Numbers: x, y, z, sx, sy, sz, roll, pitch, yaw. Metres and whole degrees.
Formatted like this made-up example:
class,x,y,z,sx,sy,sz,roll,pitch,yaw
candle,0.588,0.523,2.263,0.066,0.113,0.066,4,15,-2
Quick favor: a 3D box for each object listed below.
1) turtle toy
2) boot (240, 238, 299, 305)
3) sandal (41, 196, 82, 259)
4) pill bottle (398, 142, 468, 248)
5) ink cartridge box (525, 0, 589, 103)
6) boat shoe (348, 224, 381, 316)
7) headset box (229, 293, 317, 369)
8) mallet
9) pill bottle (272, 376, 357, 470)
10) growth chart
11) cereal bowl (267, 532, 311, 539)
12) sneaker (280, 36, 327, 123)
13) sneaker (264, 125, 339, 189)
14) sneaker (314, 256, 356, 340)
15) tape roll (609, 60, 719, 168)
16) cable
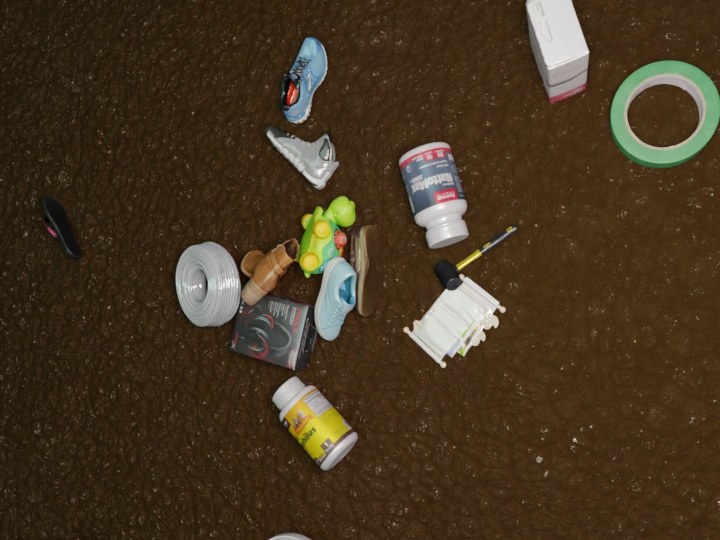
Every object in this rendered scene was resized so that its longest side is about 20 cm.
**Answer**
class,x,y,z,sx,sy,sz,roll,pitch,yaw
turtle toy,-0.079,-0.076,1.496,0.100,0.146,0.203,21,95,-22
boot,-0.201,-0.023,1.507,0.073,0.201,0.155,36,112,-26
sandal,-0.819,-0.111,1.785,0.045,0.075,0.202,-31,79,14
pill bottle,0.163,-0.158,1.415,0.118,0.119,0.204,-19,81,17
ink cartridge box,0.390,-0.442,1.311,0.083,0.200,0.148,-18,81,17
boat shoe,0.000,0.000,1.495,0.071,0.071,0.205,0,91,39
headset box,-0.191,0.138,1.542,0.196,0.075,0.152,14,90,20
mallet,0.253,-0.028,1.409,0.198,0.041,0.067,-30,48,12
pill bottle,-0.106,0.337,1.480,0.200,0.109,0.110,45,100,17
growth chart,0.205,0.112,1.434,0.200,0.018,0.145,-46,74,11
cereal bowl,-0.149,0.689,1.484,0.196,0.083,0.205,-1,86,20
sneaker,-0.137,-0.454,1.557,0.077,0.090,0.204,16,90,19
sneaker,-0.126,-0.297,1.559,0.116,0.075,0.200,-45,84,6
sneaker,-0.051,0.077,1.461,0.082,0.073,0.204,38,130,47
tape roll,0.599,-0.308,1.308,0.196,0.048,0.205,-1,86,20
cable,-0.366,0.033,1.583,0.198,0.069,0.204,-12,84,43
